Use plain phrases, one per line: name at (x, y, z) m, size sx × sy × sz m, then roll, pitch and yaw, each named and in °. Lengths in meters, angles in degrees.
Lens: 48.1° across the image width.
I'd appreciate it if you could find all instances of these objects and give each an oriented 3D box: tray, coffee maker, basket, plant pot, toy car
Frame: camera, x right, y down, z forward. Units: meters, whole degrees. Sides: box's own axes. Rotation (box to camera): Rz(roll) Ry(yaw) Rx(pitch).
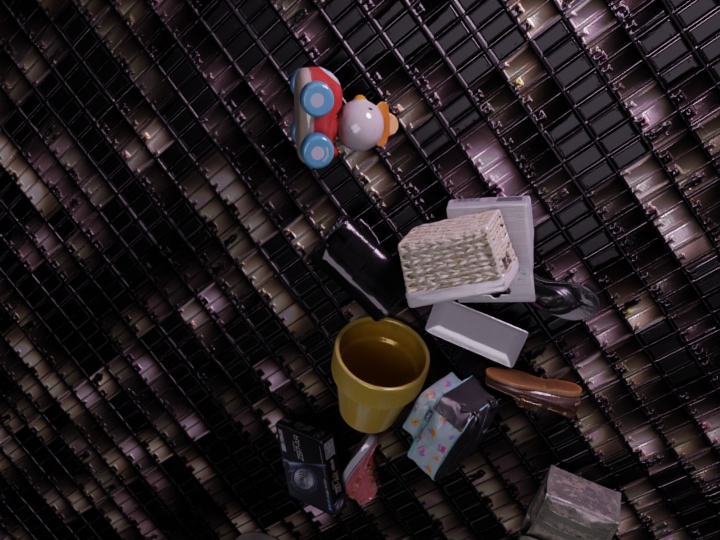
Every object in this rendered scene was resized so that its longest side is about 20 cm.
tray at (0.236, 0.119, 1.646) m, size 0.198 × 0.022 × 0.108 m, roll 23°, pitch 133°, yaw 8°
coffee maker at (0.000, 0.000, 1.591) m, size 0.199 × 0.192 × 0.135 m, roll 41°, pitch 102°, yaw -3°
basket at (0.178, -0.025, 1.502) m, size 0.197 × 0.136 × 0.125 m, roll -12°, pitch 106°, yaw 26°
plant pot at (0.030, 0.231, 1.687) m, size 0.198 × 0.202 × 0.191 m, roll 21°, pitch 133°, yaw 9°
toy car at (-0.026, -0.292, 1.519) m, size 0.197 × 0.185 × 0.180 m, roll -4°, pitch 113°, yaw -11°

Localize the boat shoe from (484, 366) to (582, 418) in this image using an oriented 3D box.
boat shoe at (0.347, 0.252, 1.644) m, size 0.197 × 0.070 × 0.071 m, roll 14°, pitch 111°, yaw 13°

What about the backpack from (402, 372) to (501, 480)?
backpack at (0.177, 0.325, 1.677) m, size 0.152 × 0.175 × 0.202 m, roll 30°, pitch 118°, yaw 23°

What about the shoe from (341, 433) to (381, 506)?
shoe at (0.016, 0.455, 1.845) m, size 0.090 × 0.072 × 0.201 m, roll 31°, pitch 123°, yaw 3°

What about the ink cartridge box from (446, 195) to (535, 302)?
ink cartridge box at (0.257, -0.040, 1.568) m, size 0.160 × 0.057 × 0.203 m, roll -1°, pitch 116°, yaw 22°

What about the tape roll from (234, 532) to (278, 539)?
tape roll at (-0.254, 0.769, 2.081) m, size 0.200 × 0.037 × 0.206 m, roll 7°, pitch 113°, yaw 16°

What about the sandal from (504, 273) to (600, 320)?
sandal at (0.364, 0.052, 1.569) m, size 0.198 × 0.048 × 0.076 m, roll 17°, pitch 115°, yaw 13°

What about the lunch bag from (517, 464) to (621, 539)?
lunch bag at (0.438, 0.541, 1.711) m, size 0.162 × 0.118 × 0.202 m, roll 21°, pitch 122°, yaw 9°

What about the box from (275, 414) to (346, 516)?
box at (-0.114, 0.448, 1.862) m, size 0.159 × 0.043 × 0.203 m, roll 12°, pitch 118°, yaw 42°
